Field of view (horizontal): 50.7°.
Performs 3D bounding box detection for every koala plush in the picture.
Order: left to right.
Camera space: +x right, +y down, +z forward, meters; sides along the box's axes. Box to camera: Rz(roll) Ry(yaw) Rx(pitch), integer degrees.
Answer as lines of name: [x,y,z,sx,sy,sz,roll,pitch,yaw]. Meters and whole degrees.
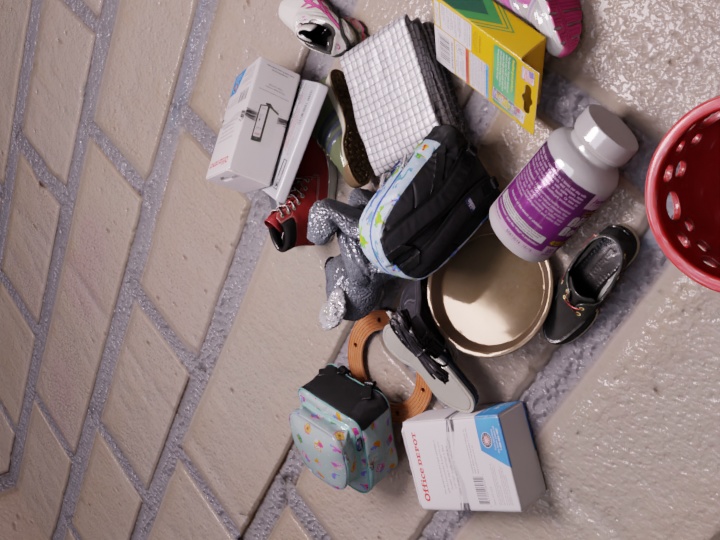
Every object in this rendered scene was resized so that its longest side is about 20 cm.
koala plush: [0.000,0.000,1.250,0.182,0.176,0.204,32,117,21]

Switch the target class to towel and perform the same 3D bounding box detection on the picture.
towel: [0.064,-0.270,1.179,0.164,0.085,0.205,-20,88,46]

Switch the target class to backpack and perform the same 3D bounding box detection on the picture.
backpack: [-0.026,0.295,1.343,0.173,0.153,0.203,18,139,40]
backpack: [0.088,-0.081,1.093,0.152,0.202,0.163,3,145,51]

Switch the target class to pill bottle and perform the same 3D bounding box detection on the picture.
pill bottle: [0.267,-0.114,1.001,0.113,0.111,0.201,53,131,19]

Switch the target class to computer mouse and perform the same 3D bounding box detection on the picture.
computer mouse: [0.087,0.077,1.167,0.052,0.201,0.139,-29,110,23]

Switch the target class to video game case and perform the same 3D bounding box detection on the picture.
video game case: [-0.126,-0.231,1.315,0.204,0.023,0.182,-68,26,8]

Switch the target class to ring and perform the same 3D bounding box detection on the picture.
ring: [0.053,0.168,1.340,0.197,0.019,0.206,13,108,42]

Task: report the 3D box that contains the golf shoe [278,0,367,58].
golf shoe: [-0.080,-0.415,1.273,0.199,0.091,0.074,35,124,34]

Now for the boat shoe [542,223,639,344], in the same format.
boat shoe: [0.302,0.025,1.039,0.074,0.062,0.204,44,128,24]

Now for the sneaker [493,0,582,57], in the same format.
sneaker: [0.223,-0.364,1.013,0.088,0.080,0.204,-39,67,46]

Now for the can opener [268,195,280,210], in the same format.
can opener: [-0.140,-0.152,1.421,0.066,0.053,0.205,-13,92,45]

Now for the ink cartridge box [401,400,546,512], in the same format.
ink cartridge box: [0.176,0.296,1.207,0.198,0.085,0.150,-15,89,45]

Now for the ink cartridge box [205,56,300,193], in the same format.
ink cartridge box: [-0.190,-0.247,1.328,0.145,0.083,0.205,-1,73,63]

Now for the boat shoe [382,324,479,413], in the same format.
boat shoe: [0.120,0.147,1.217,0.199,0.061,0.076,37,133,33]

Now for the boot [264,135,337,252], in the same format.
boot: [-0.112,-0.139,1.334,0.071,0.143,0.206,8,105,41]

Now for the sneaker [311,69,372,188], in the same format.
sneaker: [-0.041,-0.231,1.301,0.089,0.066,0.205,-19,81,45]

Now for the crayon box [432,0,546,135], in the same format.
crayon box: [0.184,-0.292,1.035,0.200,0.051,0.126,46,167,26]

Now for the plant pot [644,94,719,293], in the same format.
plant pot: [0.429,-0.088,0.804,0.197,0.180,0.206,12,108,41]

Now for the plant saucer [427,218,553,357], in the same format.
plant saucer: [0.192,0.027,1.121,0.196,0.029,0.206,-7,77,30]
